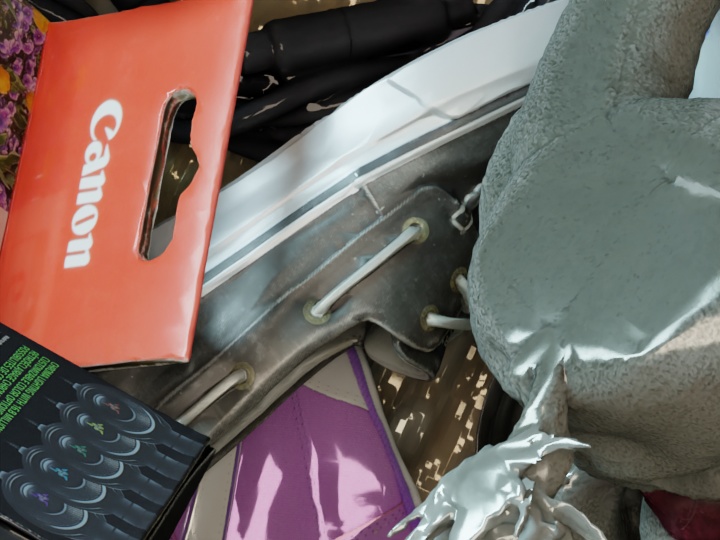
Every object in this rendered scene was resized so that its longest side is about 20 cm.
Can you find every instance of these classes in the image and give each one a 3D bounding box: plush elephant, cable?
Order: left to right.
[{"bbox_3d":[-0.015,-0.109,0.823,0.199,0.051,0.164,21,90,0],"label":"cable"},{"bbox_3d":[0.102,0.029,0.720,0.164,0.155,0.200,23,74,40],"label":"plush elephant"}]

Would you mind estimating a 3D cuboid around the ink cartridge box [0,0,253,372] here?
[{"bbox_3d":[-0.130,-0.025,0.760,0.199,0.050,0.109,-6,63,30],"label":"ink cartridge box"}]

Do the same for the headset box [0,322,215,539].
[{"bbox_3d":[-0.153,0.081,0.685,0.200,0.093,0.174,28,110,2],"label":"headset box"}]

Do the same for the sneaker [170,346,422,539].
[{"bbox_3d":[-0.030,0.113,0.805,0.114,0.073,0.201,3,87,-3],"label":"sneaker"}]

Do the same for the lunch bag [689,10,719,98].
[{"bbox_3d":[0.184,-0.076,0.788,0.170,0.127,0.200,29,95,8],"label":"lunch bag"}]

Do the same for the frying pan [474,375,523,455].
[{"bbox_3d":[0.105,0.023,0.827,0.115,0.031,0.190,31,78,-3],"label":"frying pan"}]

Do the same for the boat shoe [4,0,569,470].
[{"bbox_3d":[0.000,0.000,0.778,0.200,0.072,0.071,-33,81,-5],"label":"boat shoe"}]
